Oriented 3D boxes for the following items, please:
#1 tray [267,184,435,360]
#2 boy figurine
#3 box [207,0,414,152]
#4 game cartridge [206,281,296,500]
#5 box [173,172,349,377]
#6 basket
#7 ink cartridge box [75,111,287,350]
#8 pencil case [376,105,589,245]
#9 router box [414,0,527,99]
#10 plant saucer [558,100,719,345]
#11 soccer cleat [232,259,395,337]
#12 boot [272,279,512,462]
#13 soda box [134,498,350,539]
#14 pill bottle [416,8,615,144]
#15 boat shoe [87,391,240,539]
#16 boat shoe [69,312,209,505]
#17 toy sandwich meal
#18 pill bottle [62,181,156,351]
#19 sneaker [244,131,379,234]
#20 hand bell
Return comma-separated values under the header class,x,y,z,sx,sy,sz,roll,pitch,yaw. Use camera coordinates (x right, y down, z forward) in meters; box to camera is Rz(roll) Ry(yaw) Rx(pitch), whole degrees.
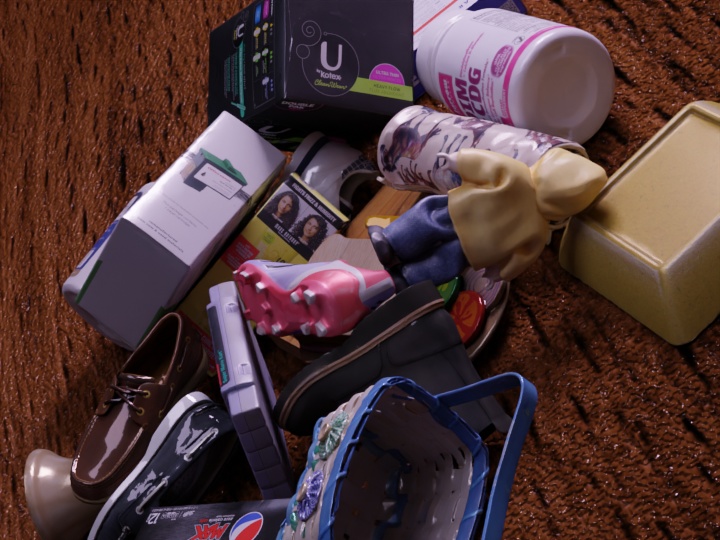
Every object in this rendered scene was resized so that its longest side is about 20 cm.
class,x,y,z,sx,sy,sz,roll,pitch,yaw
tray,0.000,0.000,1.591,0.200,0.037,0.099,-48,32,-12
boy figurine,0.104,-0.050,1.382,0.199,0.125,0.064,-27,16,3
box,-0.053,-0.201,1.706,0.200,0.148,0.125,-18,70,61
game cartridge,-0.096,0.110,1.467,0.038,0.130,0.200,-22,32,2
box,-0.102,0.004,1.620,0.200,0.075,0.050,-48,-1,7
basket,0.038,0.169,1.231,0.199,0.139,0.177,-15,46,43
ink cartridge box,-0.172,-0.041,1.628,0.146,0.084,0.200,-53,0,44
pencil case,0.105,-0.091,1.507,0.199,0.078,0.090,19,74,41
router box,0.066,-0.270,1.844,0.200,0.049,0.180,-37,31,7
plant saucer,0.265,-0.055,1.353,0.200,0.048,0.200,-44,31,-3
soccer cleat,-0.044,0.019,1.424,0.076,0.067,0.200,-21,12,-24
boot,0.022,0.119,1.368,0.077,0.139,0.200,-19,-19,-48
soda box,-0.098,0.233,1.370,0.199,0.071,0.064,-10,42,41
pill bottle,0.141,-0.187,1.592,0.113,0.113,0.200,-46,31,-8
boat shoe,-0.175,0.205,1.480,0.060,0.076,0.201,33,97,32
boat shoe,-0.207,0.121,1.525,0.072,0.068,0.200,14,52,22
toy sandwich meal,0.034,0.021,1.462,0.204,0.070,0.206,-22,46,24
pill bottle,-0.215,-0.022,1.783,0.111,0.111,0.200,10,58,53
sneaker,-0.061,-0.039,1.676,0.080,0.076,0.201,29,87,13
hand bell,-0.198,0.187,1.550,0.199,0.104,0.104,-18,36,13
